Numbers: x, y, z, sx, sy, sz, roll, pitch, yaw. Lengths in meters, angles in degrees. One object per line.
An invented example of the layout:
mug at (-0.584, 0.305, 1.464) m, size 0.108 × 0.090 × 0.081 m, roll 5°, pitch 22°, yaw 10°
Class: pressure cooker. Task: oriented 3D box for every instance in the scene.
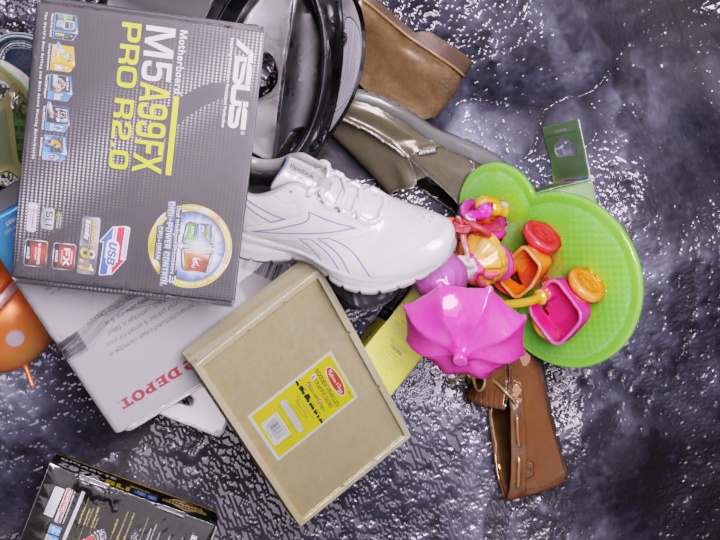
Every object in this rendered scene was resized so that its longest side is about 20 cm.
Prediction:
pressure cooker at (-0.093, -0.175, 0.991) m, size 0.179 × 0.199 × 0.176 m, roll -52°, pitch 142°, yaw -16°

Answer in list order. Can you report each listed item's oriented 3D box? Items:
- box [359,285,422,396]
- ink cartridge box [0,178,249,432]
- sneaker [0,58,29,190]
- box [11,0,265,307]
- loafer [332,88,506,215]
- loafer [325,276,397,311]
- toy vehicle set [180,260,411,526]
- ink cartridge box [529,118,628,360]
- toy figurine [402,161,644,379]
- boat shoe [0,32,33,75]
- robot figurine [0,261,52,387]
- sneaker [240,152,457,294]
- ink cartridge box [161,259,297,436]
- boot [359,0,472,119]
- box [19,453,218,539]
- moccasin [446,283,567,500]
box at (0.006, 0.093, 1.100) m, size 0.050 × 0.075 × 0.200 m, roll 39°, pitch 89°, yaw -6°
ink cartridge box at (-0.184, 0.002, 0.974) m, size 0.145 × 0.084 × 0.201 m, roll -31°, pitch 112°, yaw -7°
sneaker at (-0.291, -0.093, 1.013) m, size 0.088 × 0.077 × 0.200 m, roll -32°, pitch 83°, yaw -37°
box at (-0.157, -0.083, 0.877) m, size 0.159 × 0.044 × 0.202 m, roll 7°, pitch 99°, yaw -6°
loafer at (0.034, -0.103, 1.094) m, size 0.199 × 0.075 × 0.070 m, roll 23°, pitch 85°, yaw -8°
loafer at (0.000, 0.000, 1.032) m, size 0.068 × 0.201 × 0.071 m, roll -14°, pitch 107°, yaw -5°
toy vehicle set at (-0.047, 0.102, 1.001) m, size 0.124 × 0.026 × 0.201 m, roll -37°, pitch 126°, yaw -13°
ink cartridge box at (0.174, -0.027, 1.100) m, size 0.059 × 0.104 × 0.201 m, roll -14°, pitch 94°, yaw -7°
toy figurine at (0.099, 0.007, 0.978) m, size 0.200 × 0.184 × 0.150 m, roll 51°, pitch 129°, yaw 19°
boat shoe at (-0.236, -0.136, 1.051) m, size 0.200 × 0.091 × 0.071 m, roll 38°, pitch 88°, yaw -7°
robot figurine at (-0.327, 0.005, 1.034) m, size 0.200 × 0.144 × 0.117 m, roll 40°, pitch 115°, yaw -7°
sneaker at (-0.026, -0.041, 0.923) m, size 0.199 × 0.087 × 0.075 m, roll 10°, pitch 49°, yaw 14°
ink cartridge box at (-0.135, 0.029, 1.082) m, size 0.115 × 0.067 × 0.201 m, roll 23°, pitch 89°, yaw -9°
boot at (-0.002, -0.203, 1.090) m, size 0.199 × 0.074 × 0.076 m, roll 30°, pitch 95°, yaw -10°
box at (-0.233, 0.285, 1.091) m, size 0.159 × 0.049 × 0.201 m, roll 21°, pitch 90°, yaw -5°
moccasin at (0.126, 0.109, 1.120) m, size 0.077 × 0.074 × 0.203 m, roll -17°, pitch 102°, yaw -14°
